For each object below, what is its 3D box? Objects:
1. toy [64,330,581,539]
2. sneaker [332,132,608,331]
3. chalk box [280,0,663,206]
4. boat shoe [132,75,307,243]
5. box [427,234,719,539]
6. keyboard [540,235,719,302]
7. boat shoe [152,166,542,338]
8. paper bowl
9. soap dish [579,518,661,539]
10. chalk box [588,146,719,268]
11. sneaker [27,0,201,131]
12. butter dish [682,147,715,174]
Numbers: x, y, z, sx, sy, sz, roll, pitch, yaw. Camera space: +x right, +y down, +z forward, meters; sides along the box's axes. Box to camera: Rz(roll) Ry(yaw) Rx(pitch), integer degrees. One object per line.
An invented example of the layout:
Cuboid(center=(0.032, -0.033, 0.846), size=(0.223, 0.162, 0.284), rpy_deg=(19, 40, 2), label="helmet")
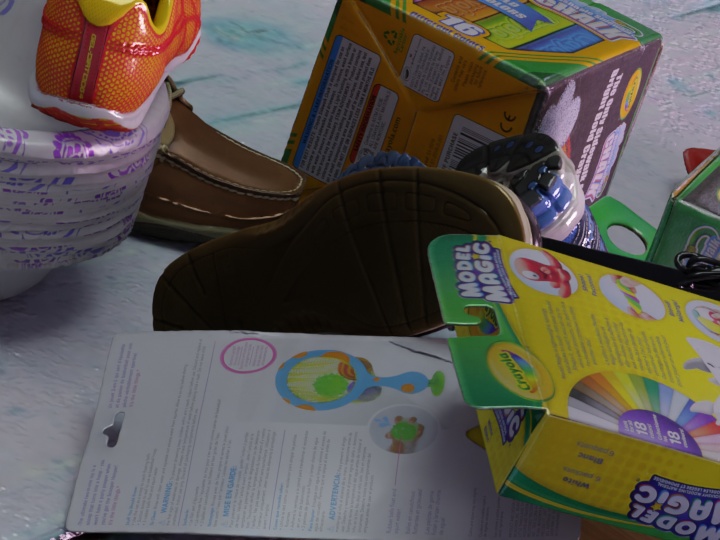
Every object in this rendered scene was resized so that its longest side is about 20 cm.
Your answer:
Cuboid(center=(-0.008, 0.078, 1.197), size=(0.199, 0.047, 0.115), rpy_deg=(-2, 39, 9), label="toy")
Cuboid(center=(0.038, -0.003, 1.379), size=(0.200, 0.077, 0.085), rpy_deg=(-2, -47, 53), label="sneaker")
Cuboid(center=(0.067, -0.084, 1.552), size=(0.124, 0.125, 0.200), rpy_deg=(28, 23, 19), label="chalk box")
Cuboid(center=(-0.121, -0.072, 1.440), size=(0.199, 0.074, 0.076), rpy_deg=(18, 23, -3), label="boat shoe")
Cuboid(center=(0.116, 0.054, 1.152), size=(0.199, 0.048, 0.118), rpy_deg=(19, 31, -20), label="box")
Cuboid(center=(0.161, 0.018, 1.256), size=(0.199, 0.021, 0.127), rpy_deg=(13, -12, -6), label="keyboard")
Cuboid(center=(0.000, 0.000, 1.278), size=(0.199, 0.074, 0.065), rpy_deg=(-12, -7, 37), label="boat shoe")
Cuboid(center=(-0.191, -0.059, 1.319), size=(0.200, 0.105, 0.201), rpy_deg=(16, 23, -7), label="paper bowl")
Cuboid(center=(0.141, 0.096, 1.263), size=(0.200, 0.081, 0.157), rpy_deg=(33, 26, 30), label="soap dish")
Cuboid(center=(0.191, 0.024, 1.411), size=(0.199, 0.124, 0.124), rpy_deg=(25, 25, 16), label="chalk box")
Cuboid(center=(-0.099, -0.125, 1.314), size=(0.073, 0.077, 0.200), rpy_deg=(15, 22, -8), label="sneaker")
Cuboid(center=(0.295, -0.054, 1.629), size=(0.199, 0.148, 0.200), rpy_deg=(14, 24, -9), label="butter dish")
